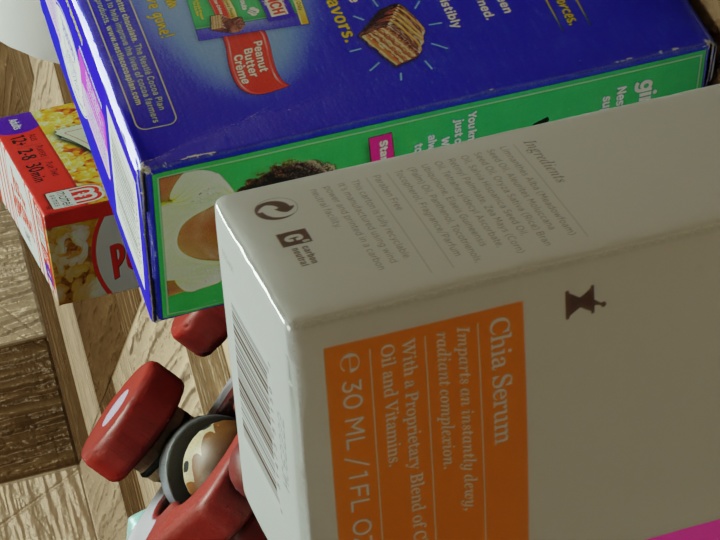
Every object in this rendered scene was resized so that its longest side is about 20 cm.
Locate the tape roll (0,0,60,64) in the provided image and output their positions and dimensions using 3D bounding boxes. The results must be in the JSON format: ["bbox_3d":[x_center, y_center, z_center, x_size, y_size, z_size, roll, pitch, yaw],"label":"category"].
[{"bbox_3d":[-0.138,-0.212,1.272,0.071,0.201,0.204,112,142,-66],"label":"tape roll"}]

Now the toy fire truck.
[{"bbox_3d":[-0.050,0.068,1.219,0.112,0.201,0.168,37,164,-9],"label":"toy fire truck"}]

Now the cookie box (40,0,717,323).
[{"bbox_3d":[-0.001,-0.086,0.835,0.076,0.199,0.172,90,162,-47],"label":"cookie box"}]

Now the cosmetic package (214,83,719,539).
[{"bbox_3d":[0.067,0.017,0.657,0.071,0.199,0.102,-124,25,-54],"label":"cosmetic package"}]

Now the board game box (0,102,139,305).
[{"bbox_3d":[-0.063,-0.049,1.116,0.152,0.199,0.047,-134,33,-63],"label":"board game box"}]

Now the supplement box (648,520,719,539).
[{"bbox_3d":[0.106,0.179,0.856,0.104,0.100,0.201,-121,22,-51],"label":"supplement box"}]

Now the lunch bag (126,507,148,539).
[{"bbox_3d":[-0.045,0.228,1.314,0.200,0.122,0.171,42,-170,-38],"label":"lunch bag"}]
